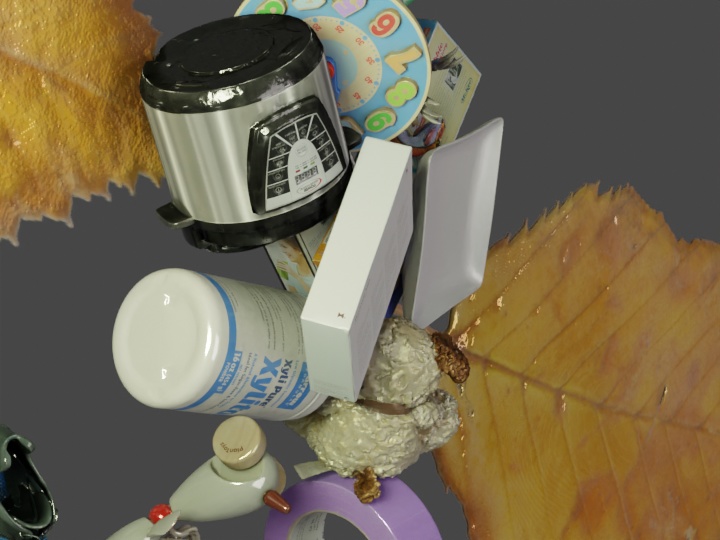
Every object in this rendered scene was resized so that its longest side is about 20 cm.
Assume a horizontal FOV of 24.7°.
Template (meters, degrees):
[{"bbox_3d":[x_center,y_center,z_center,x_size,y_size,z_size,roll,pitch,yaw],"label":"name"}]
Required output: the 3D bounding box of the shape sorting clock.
[{"bbox_3d":[-0.032,-0.196,1.569,0.039,0.199,0.200,-72,150,-48],"label":"shape sorting clock"}]

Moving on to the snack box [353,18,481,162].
[{"bbox_3d":[0.063,-0.164,1.829,0.116,0.037,0.200,41,66,-50],"label":"snack box"}]

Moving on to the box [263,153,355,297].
[{"bbox_3d":[-0.039,-0.037,1.709,0.117,0.060,0.200,-54,138,-30],"label":"box"}]

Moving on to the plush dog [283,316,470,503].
[{"bbox_3d":[0.017,0.125,1.671,0.161,0.199,0.172,-89,-170,-62],"label":"plush dog"}]

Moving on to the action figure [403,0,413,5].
[{"bbox_3d":[0.055,-0.338,1.757,0.200,0.055,0.118,-50,137,-24],"label":"action figure"}]

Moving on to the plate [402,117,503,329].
[{"bbox_3d":[0.092,-0.053,1.741,0.199,0.032,0.201,-30,131,-59],"label":"plate"}]

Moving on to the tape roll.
[{"bbox_3d":[-0.006,0.305,1.729,0.066,0.200,0.201,-21,116,-49],"label":"tape roll"}]

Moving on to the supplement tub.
[{"bbox_3d":[-0.125,0.073,1.564,0.200,0.132,0.132,13,89,-53],"label":"supplement tub"}]

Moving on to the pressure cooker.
[{"bbox_3d":[-0.097,-0.116,1.513,0.179,0.175,0.200,-69,151,-54],"label":"pressure cooker"}]

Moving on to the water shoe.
[{"bbox_3d":[-0.300,0.224,1.413,0.071,0.079,0.200,-38,128,-41],"label":"water shoe"}]

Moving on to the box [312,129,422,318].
[{"bbox_3d":[0.027,-0.052,1.709,0.200,0.041,0.119,-62,142,-26],"label":"box"}]

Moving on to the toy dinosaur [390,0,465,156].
[{"bbox_3d":[0.032,-0.211,1.665,0.105,0.200,0.182,-25,130,-45],"label":"toy dinosaur"}]

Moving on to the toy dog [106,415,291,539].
[{"bbox_3d":[-0.141,0.236,1.555,0.200,0.096,0.132,-50,141,10],"label":"toy dog"}]

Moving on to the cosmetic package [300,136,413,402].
[{"bbox_3d":[0.000,0.000,1.535,0.151,0.052,0.200,91,16,-61],"label":"cosmetic package"}]
